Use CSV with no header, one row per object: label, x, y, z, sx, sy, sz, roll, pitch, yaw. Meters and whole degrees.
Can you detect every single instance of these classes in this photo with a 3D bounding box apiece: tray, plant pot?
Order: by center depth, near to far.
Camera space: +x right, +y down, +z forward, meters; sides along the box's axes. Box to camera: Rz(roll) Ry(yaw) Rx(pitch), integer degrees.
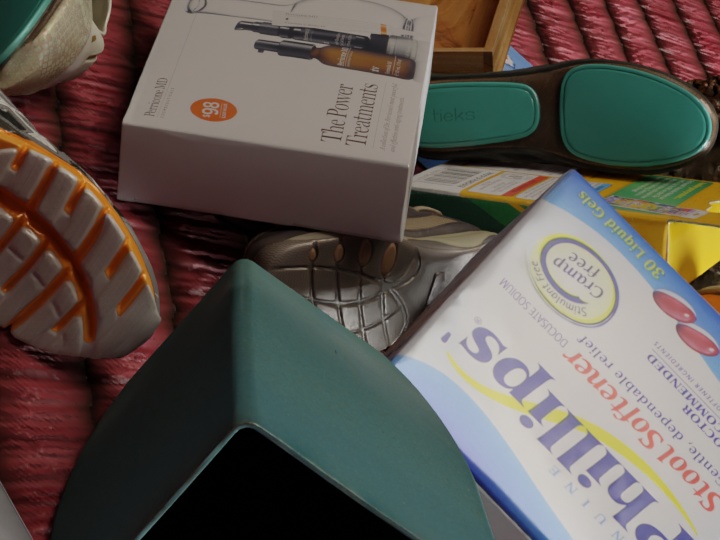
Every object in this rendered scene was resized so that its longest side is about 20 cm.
plant pot,-0.041,0.095,1.020,0.141,0.141,0.200,36,19,-20
tray,0.051,-0.163,1.592,0.098,0.037,0.200,1,26,10

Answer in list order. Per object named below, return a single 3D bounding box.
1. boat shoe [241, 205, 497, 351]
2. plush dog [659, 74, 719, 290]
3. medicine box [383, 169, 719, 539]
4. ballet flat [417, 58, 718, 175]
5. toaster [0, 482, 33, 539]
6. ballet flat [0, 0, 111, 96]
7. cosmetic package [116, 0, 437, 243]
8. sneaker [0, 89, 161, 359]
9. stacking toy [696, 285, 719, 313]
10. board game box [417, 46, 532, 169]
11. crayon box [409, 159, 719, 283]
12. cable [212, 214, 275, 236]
boat shoe,0.000,0.000,1.313,0.073,0.075,0.199,31,18,37
plush dog,0.245,-0.035,1.530,0.172,0.159,0.201,114,-43,-85
medicine box,0.098,0.084,1.209,0.182,0.103,0.200,45,47,0
ballet flat,0.118,-0.095,1.467,0.199,0.069,0.068,5,1,11
toaster,-0.202,0.124,0.676,0.119,0.200,0.181,53,18,11
ballet flat,-0.156,-0.135,1.265,0.062,0.067,0.200,45,24,-24
cosmetic package,-0.040,-0.093,1.308,0.150,0.052,0.200,7,30,2
sneaker,-0.165,-0.042,1.101,0.200,0.078,0.077,45,16,-4
stacking toy,0.129,0.068,1.354,0.199,0.146,0.147,11,39,-28
board game box,0.099,-0.089,1.619,0.151,0.037,0.200,41,26,-10
crayon box,0.133,-0.026,1.423,0.199,0.052,0.126,8,14,23
cable,-0.051,-0.088,1.371,0.097,0.050,0.200,39,25,0
